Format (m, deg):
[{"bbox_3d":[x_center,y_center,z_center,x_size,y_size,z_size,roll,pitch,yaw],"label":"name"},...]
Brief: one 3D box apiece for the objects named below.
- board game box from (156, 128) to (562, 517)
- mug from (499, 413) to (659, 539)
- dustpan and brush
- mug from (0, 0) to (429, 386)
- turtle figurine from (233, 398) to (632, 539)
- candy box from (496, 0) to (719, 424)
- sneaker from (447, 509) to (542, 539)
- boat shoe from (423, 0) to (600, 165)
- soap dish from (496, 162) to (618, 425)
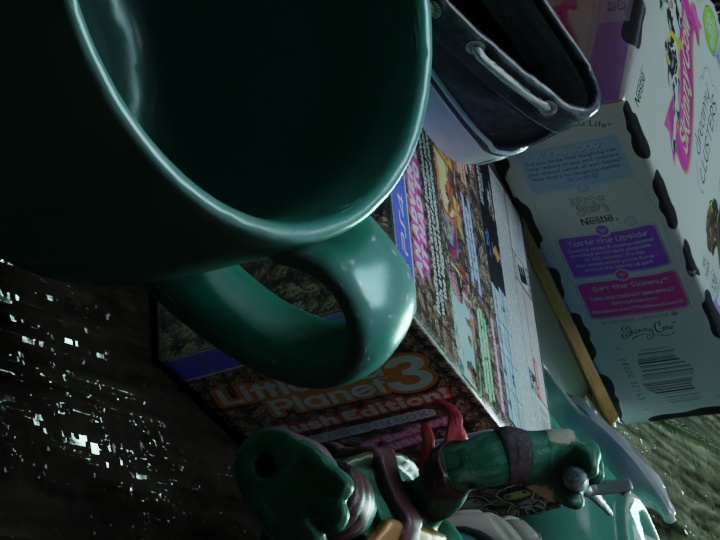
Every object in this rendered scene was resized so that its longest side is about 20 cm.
[{"bbox_3d":[0.000,0.000,0.892,0.200,0.096,0.160,52,27,-53],"label":"board game box"},{"bbox_3d":[0.075,0.142,0.977,0.152,0.114,0.186,-71,142,-63],"label":"mug"},{"bbox_3d":[0.086,0.059,1.074,0.200,0.057,0.140,60,5,36],"label":"dustpan and brush"},{"bbox_3d":[-0.068,-0.058,0.630,0.152,0.114,0.186,6,75,-48],"label":"mug"},{"bbox_3d":[0.006,0.107,0.762,0.200,0.100,0.150,17,100,-57],"label":"turtle figurine"},{"bbox_3d":[0.138,-0.055,1.052,0.200,0.071,0.168,60,32,-36],"label":"candy box"},{"bbox_3d":[0.034,0.195,0.876,0.077,0.079,0.201,-160,-112,-75],"label":"sneaker"},{"bbox_3d":[0.018,-0.125,0.791,0.200,0.068,0.072,54,45,-20],"label":"boat shoe"},{"bbox_3d":[0.090,-0.035,1.183,0.201,0.081,0.157,62,-2,-31],"label":"soap dish"}]
